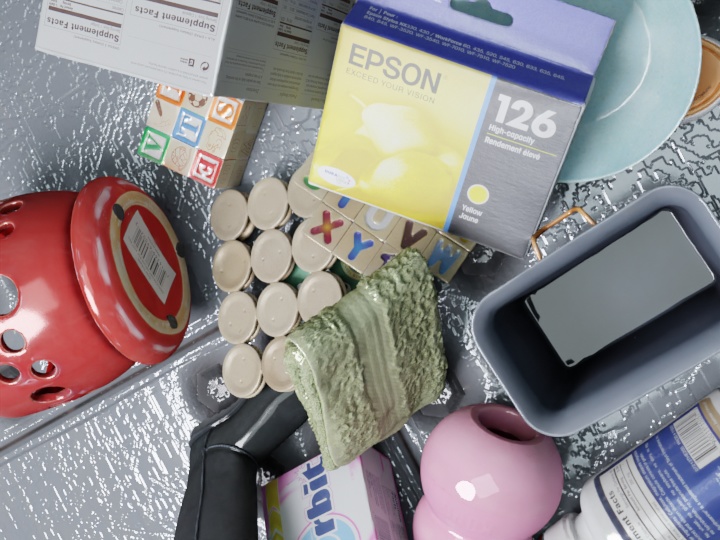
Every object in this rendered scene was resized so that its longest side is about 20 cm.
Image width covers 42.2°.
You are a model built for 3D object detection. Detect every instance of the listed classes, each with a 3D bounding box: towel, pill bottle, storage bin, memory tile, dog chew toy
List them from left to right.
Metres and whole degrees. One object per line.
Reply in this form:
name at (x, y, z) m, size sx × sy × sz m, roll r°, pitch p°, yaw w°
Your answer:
memory tile at (-0.075, 0.011, 0.853) m, size 0.153 × 0.017 × 0.202 m, roll -15°, pitch 76°, yaw 34°
towel at (0.013, 0.081, 0.781) m, size 0.148 × 0.201 × 0.036 m, roll -36°, pitch 52°, yaw -19°
dog chew toy at (0.101, 0.220, 0.822) m, size 0.124 × 0.124 × 0.201 m, roll 20°, pitch 110°, yaw 14°
storage bin at (0.199, 0.018, 0.754) m, size 0.199 × 0.134 × 0.146 m, roll -35°, pitch 87°, yaw 17°
pill bottle at (0.255, 0.197, 0.772) m, size 0.200 × 0.111 × 0.111 m, roll -41°, pitch 84°, yaw 18°

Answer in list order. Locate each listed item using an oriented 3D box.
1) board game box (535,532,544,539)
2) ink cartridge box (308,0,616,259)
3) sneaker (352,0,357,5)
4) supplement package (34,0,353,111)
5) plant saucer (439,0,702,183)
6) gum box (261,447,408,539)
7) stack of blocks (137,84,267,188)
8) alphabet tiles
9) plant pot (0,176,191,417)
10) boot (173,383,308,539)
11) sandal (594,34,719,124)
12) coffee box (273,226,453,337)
board game box at (0.152, 0.325, 0.774) m, size 0.105 × 0.200 × 0.103 m, roll 37°, pitch 106°, yaw 10°
ink cartridge box at (0.071, -0.127, 0.732) m, size 0.196 × 0.047 × 0.201 m, roll 20°, pitch 128°, yaw 9°
sneaker at (0.049, -0.237, 0.797) m, size 0.199 × 0.077 × 0.085 m, roll 35°, pitch 94°, yaw 12°
supplement package at (-0.118, -0.198, 0.721) m, size 0.155 × 0.200 × 0.112 m, roll 18°, pitch 102°, yaw 19°
plant saucer at (0.160, -0.167, 0.725) m, size 0.199 × 0.039 × 0.202 m, roll 9°, pitch 123°, yaw 14°
gum box at (-0.018, 0.258, 0.836) m, size 0.113 × 0.066 × 0.201 m, roll -30°, pitch 46°, yaw 18°
stack of blocks at (-0.141, -0.191, 0.870) m, size 0.115 × 0.059 × 0.201 m, roll 24°, pitch 104°, yaw 13°
alphabet tiles at (0.044, -0.087, 0.813) m, size 0.166 × 0.006 × 0.201 m, roll 33°, pitch 82°, yaw 11°
plant pot at (-0.271, 0.020, 0.866) m, size 0.181 × 0.200 × 0.202 m, roll -16°, pitch 92°, yaw 15°
boot at (-0.102, 0.199, 0.837) m, size 0.165 × 0.201 × 0.066 m, roll -38°, pitch 117°, yaw 25°
sandal at (0.199, -0.171, 0.768) m, size 0.205 × 0.059 × 0.080 m, roll 16°, pitch 102°, yaw 15°
coffee box at (0.000, 0.000, 0.859) m, size 0.123 × 0.044 × 0.201 m, roll 37°, pitch 106°, yaw 11°
